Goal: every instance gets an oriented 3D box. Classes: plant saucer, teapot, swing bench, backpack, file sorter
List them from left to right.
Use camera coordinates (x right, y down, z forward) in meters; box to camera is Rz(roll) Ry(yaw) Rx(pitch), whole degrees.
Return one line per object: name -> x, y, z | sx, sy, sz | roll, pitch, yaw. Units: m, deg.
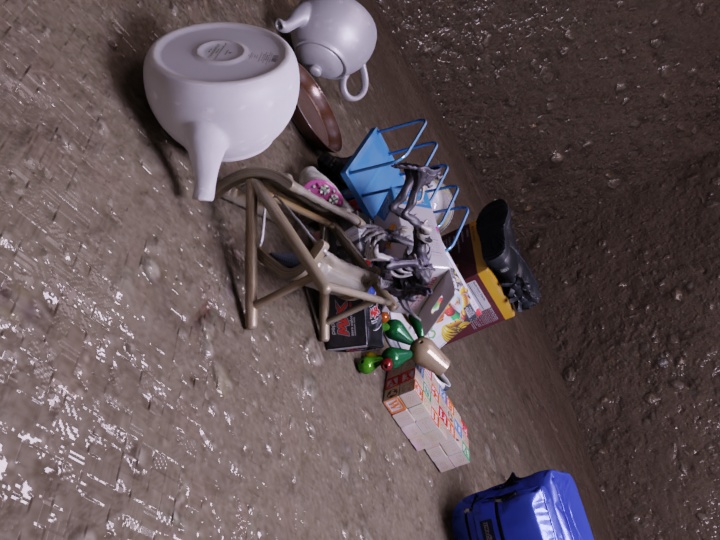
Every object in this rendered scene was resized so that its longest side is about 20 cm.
teapot -> -0.166, -0.205, 0.792 | 0.197, 0.199, 0.147 | 42, -35, 32
swing bench -> -0.071, -0.027, 0.844 | 0.199, 0.129, 0.201 | 20, 49, -62
plant saucer -> -0.101, -0.316, 1.264 | 0.201, 0.034, 0.201 | 51, 24, -34
teapot -> -0.066, -0.474, 1.359 | 0.197, 0.199, 0.147 | 109, 2, -75
file sorter -> 0.085, -0.137, 1.099 | 0.201, 0.122, 0.139 | 58, 43, -29
backpack -> 0.244, 0.412, 1.026 | 0.167, 0.199, 0.164 | 28, 44, -45

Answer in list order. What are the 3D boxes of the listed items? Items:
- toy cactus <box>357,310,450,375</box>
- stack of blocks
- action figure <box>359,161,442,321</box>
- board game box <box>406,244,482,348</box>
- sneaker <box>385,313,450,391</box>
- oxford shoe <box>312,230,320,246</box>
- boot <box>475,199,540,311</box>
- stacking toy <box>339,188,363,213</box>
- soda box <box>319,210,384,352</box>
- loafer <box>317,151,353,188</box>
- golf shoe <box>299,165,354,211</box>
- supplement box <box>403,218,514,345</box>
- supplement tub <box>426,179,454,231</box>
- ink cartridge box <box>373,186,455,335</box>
toy cactus -> 0.079, 0.102, 1.037 | 0.165, 0.102, 0.200 | 38, 45, -3
stack of blocks -> 0.117, 0.250, 1.098 | 0.201, 0.058, 0.115 | 57, 21, -21
action figure -> 0.049, -0.037, 0.826 | 0.119, 0.101, 0.202 | -129, -137, -74
board game box -> 0.133, 0.039, 1.205 | 0.201, 0.126, 0.035 | 57, -13, -22
sneaker -> 0.102, 0.139, 1.177 | 0.201, 0.070, 0.073 | 63, 19, -1
oxford shoe -> 0.000, 0.000, 1.076 | 0.200, 0.073, 0.071 | 50, 24, -37
boot -> 0.304, -0.028, 1.298 | 0.163, 0.073, 0.199 | 48, 33, -32
stacking toy -> 0.023, -0.057, 1.203 | 0.110, 0.115, 0.202 | -4, 84, -71
soda box -> -0.013, 0.018, 0.956 | 0.063, 0.070, 0.202 | 19, 64, -63
loafer -> -0.021, -0.199, 1.241 | 0.073, 0.072, 0.200 | 40, 8, 18
golf shoe -> -0.042, -0.099, 1.096 | 0.200, 0.075, 0.092 | 57, 5, -41
supplement box -> 0.198, 0.030, 1.365 | 0.133, 0.199, 0.198 | 54, 22, -28
supplement tub -> 0.131, -0.152, 1.497 | 0.146, 0.144, 0.200 | 67, 20, 6
ink cartridge box -> 0.071, -0.014, 0.972 | 0.067, 0.115, 0.201 | 6, 48, -21
